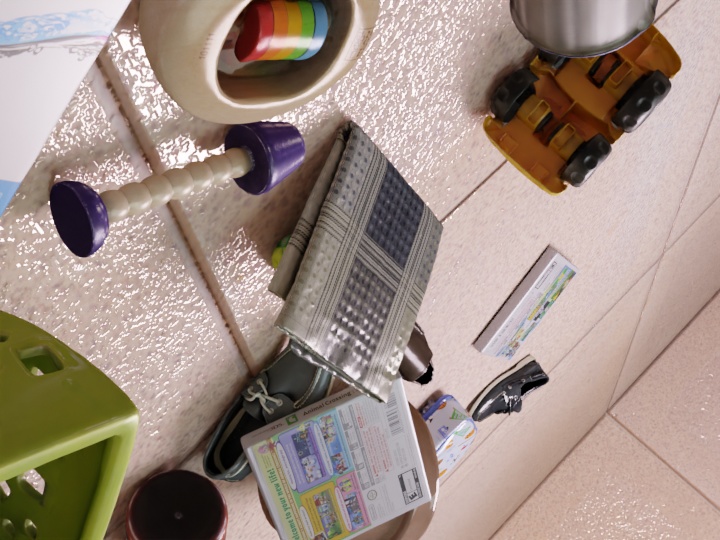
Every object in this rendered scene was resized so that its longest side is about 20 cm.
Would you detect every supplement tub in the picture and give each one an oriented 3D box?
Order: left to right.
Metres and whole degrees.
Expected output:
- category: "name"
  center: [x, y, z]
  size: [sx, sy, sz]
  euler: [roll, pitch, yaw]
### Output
- category: "supplement tub"
  center: [-0.199, 0.309, 1.046]
  size: [0.106, 0.107, 0.202]
  euler: [-31, 149, -35]

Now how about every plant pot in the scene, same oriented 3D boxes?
- category: "plant pot"
  center: [-0.270, 0.117, 0.548]
  size: [0.198, 0.181, 0.202]
  euler: [-20, 143, -49]
- category: "plant pot"
  center: [-0.030, 0.254, 1.201]
  size: [0.172, 0.201, 0.202]
  euler: [1, 129, -37]

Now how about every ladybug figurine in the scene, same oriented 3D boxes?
- category: "ladybug figurine"
  center: [-0.064, -0.164, 0.625]
  size: [0.199, 0.072, 0.137]
  euler: [-14, 139, -53]

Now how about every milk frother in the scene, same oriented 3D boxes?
- category: "milk frother"
  center: [0.167, -0.301, 0.697]
  size: [0.199, 0.181, 0.189]
  euler: [-38, 151, -8]

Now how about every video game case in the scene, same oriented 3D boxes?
- category: "video game case"
  center: [-0.021, 0.218, 1.068]
  size: [0.180, 0.022, 0.202]
  euler: [-23, 127, -11]
- category: "video game case"
  center: [0.278, 0.060, 1.618]
  size: [0.201, 0.022, 0.182]
  euler: [-54, 156, 7]

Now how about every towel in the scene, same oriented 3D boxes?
- category: "towel"
  center: [0.000, 0.000, 0.893]
  size: [0.192, 0.034, 0.203]
  euler: [42, 61, -49]

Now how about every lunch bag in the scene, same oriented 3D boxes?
- category: "lunch bag"
  center: [0.118, 0.291, 1.618]
  size: [0.160, 0.076, 0.200]
  euler: [-44, 157, -6]

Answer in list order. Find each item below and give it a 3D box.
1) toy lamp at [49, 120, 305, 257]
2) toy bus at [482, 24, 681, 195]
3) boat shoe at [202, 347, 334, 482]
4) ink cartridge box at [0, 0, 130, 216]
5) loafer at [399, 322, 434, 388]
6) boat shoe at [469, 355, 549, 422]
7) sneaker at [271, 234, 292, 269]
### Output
- category: "toy lamp"
  center: [-0.120, -0.064, 0.696]
  size: [0.199, 0.058, 0.059]
  euler: [-28, 149, -40]
- category: "toy bus"
  center: [0.236, -0.178, 1.090]
  size: [0.200, 0.136, 0.192]
  euler: [-47, 172, 0]
- category: "boat shoe"
  center: [-0.097, 0.147, 1.030]
  size: [0.201, 0.073, 0.062]
  euler: [-51, 160, 16]
- category: "ink cartridge box"
  center: [-0.187, -0.132, 0.366]
  size: [0.201, 0.147, 0.144]
  euler: [-54, 156, 12]
- category: "loafer"
  center: [0.060, 0.097, 1.229]
  size: [0.073, 0.071, 0.200]
  euler: [-48, 157, -2]
- category: "boat shoe"
  center: [0.282, 0.234, 1.825]
  size: [0.198, 0.066, 0.075]
  euler: [-28, 149, -40]
- category: "sneaker"
  center: [-0.013, -0.024, 0.949]
  size: [0.198, 0.073, 0.085]
  euler: [1, 93, -52]
